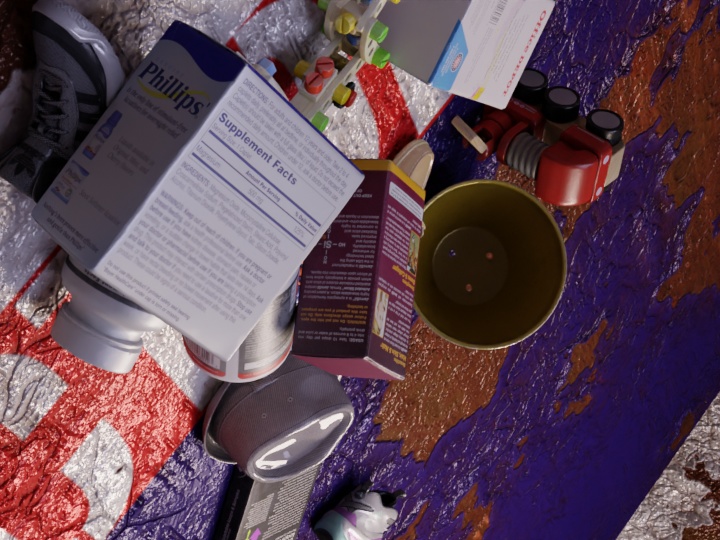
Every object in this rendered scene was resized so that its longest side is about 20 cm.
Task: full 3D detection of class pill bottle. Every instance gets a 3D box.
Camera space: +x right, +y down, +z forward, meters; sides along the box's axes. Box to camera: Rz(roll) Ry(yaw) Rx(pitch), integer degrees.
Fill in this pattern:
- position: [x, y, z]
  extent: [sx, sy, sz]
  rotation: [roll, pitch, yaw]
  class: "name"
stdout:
- position: [-0.198, -0.016, 1.390]
  extent: [0.110, 0.110, 0.202]
  rotation: [12, 108, -61]
  class: "pill bottle"
- position: [-0.117, 0.009, 1.522]
  extent: [0.116, 0.115, 0.201]
  rotation: [-40, 156, -31]
  class: "pill bottle"

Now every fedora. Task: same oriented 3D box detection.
- position: [-0.077, 0.165, 1.749]
  extent: [0.199, 0.090, 0.178]
  rotation: [-28, 144, -18]
  class: "fedora"

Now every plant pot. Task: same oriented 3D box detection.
- position: [0.143, -0.006, 1.918]
  extent: [0.201, 0.199, 0.142]
  rotation: [-56, -178, -3]
  class: "plant pot"

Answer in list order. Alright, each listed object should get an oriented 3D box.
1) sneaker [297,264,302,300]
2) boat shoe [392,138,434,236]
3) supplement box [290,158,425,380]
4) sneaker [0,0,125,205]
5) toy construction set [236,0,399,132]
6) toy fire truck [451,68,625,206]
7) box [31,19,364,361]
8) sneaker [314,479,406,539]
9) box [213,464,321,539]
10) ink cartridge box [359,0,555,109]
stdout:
- position: [-0.064, -0.003, 1.674]
  extent: [0.078, 0.075, 0.201]
  rotation: [-36, 144, -29]
  class: "sneaker"
- position: [0.046, -0.053, 1.809]
  extent: [0.072, 0.065, 0.202]
  rotation: [-3, 120, -58]
  class: "boat shoe"
- position: [0.000, 0.000, 1.569]
  extent: [0.110, 0.085, 0.203]
  rotation: [33, 62, -63]
  class: "supplement box"
- position: [-0.244, -0.118, 1.243]
  extent: [0.114, 0.075, 0.201]
  rotation: [-48, 154, -25]
  class: "sneaker"
- position: [-0.041, -0.194, 1.488]
  extent: [0.199, 0.092, 0.132]
  rotation: [-37, 162, -26]
  class: "toy construction set"
- position: [0.195, -0.148, 1.841]
  extent: [0.199, 0.175, 0.130]
  rotation: [-34, 145, -37]
  class: "toy fire truck"
- position: [-0.128, -0.062, 1.265]
  extent: [0.201, 0.105, 0.184]
  rotation: [-52, 139, -2]
  class: "box"
- position: [0.016, 0.363, 2.174]
  extent: [0.140, 0.077, 0.201]
  rotation: [-46, 151, -21]
  class: "sneaker"
- position: [-0.115, 0.285, 1.924]
  extent: [0.142, 0.036, 0.202]
  rotation: [-16, 130, -52]
  class: "box"
- position: [0.099, -0.259, 1.619]
  extent: [0.199, 0.125, 0.130]
  rotation: [7, 113, -61]
  class: "ink cartridge box"
